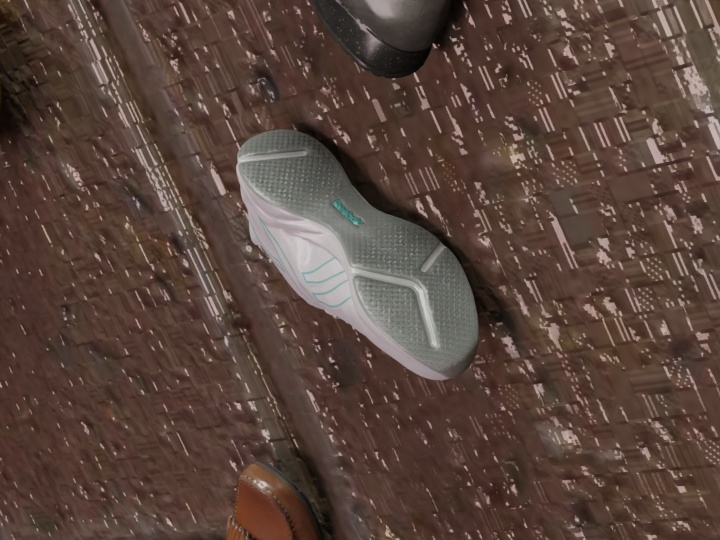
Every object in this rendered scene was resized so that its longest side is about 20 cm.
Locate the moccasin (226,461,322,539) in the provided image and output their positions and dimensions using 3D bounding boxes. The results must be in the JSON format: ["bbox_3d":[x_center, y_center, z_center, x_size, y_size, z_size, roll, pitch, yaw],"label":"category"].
[{"bbox_3d":[-0.075,0.216,1.647,0.074,0.078,0.201,39,140,25],"label":"moccasin"}]

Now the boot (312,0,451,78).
[{"bbox_3d":[-0.011,-0.211,1.286,0.200,0.068,0.131,42,137,10],"label":"boot"}]

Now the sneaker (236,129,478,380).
[{"bbox_3d":[0.000,0.000,1.421,0.200,0.070,0.080,46,152,27],"label":"sneaker"}]
